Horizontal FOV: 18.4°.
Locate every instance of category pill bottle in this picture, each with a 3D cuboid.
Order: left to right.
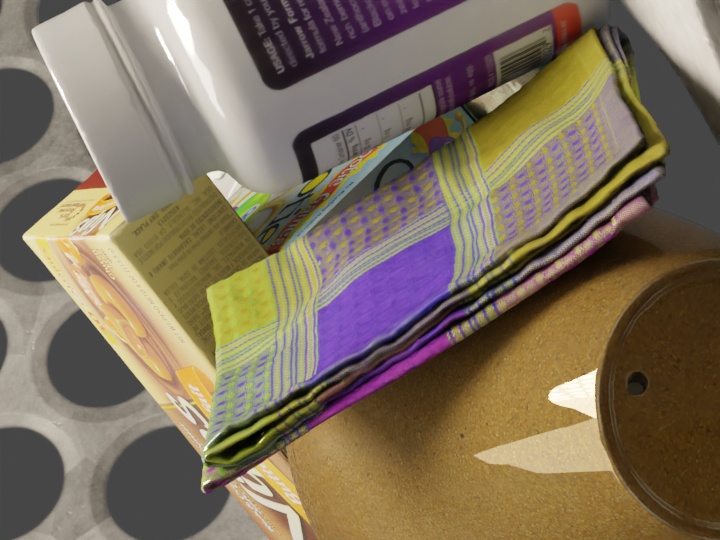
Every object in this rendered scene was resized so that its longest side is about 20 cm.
[{"bbox_3d":[-0.017,-0.097,0.844,0.111,0.200,0.111,63,175,10],"label":"pill bottle"}]

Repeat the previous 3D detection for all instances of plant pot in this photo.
[{"bbox_3d":[0.087,0.048,0.806,0.186,0.186,0.200,64,162,-2],"label":"plant pot"}]

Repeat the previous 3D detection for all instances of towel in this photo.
[{"bbox_3d":[0.022,-0.011,0.797,0.023,0.200,0.144,50,-163,-22],"label":"towel"}]

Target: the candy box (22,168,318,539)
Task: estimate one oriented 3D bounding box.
[{"bbox_3d":[-0.051,0.045,0.970,0.200,0.055,0.115,52,161,-18],"label":"candy box"}]

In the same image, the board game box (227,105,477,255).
[{"bbox_3d":[0.000,0.000,1.021,0.105,0.103,0.200,49,162,-12],"label":"board game box"}]

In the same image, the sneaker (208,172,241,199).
[{"bbox_3d":[-0.040,-0.085,1.154,0.099,0.200,0.078,36,-143,-58],"label":"sneaker"}]

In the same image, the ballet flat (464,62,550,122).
[{"bbox_3d":[0.066,-0.061,0.996,0.062,0.067,0.200,53,174,12],"label":"ballet flat"}]

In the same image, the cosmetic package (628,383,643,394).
[{"bbox_3d":[0.122,0.082,1.106,0.200,0.073,0.104,56,172,53],"label":"cosmetic package"}]
